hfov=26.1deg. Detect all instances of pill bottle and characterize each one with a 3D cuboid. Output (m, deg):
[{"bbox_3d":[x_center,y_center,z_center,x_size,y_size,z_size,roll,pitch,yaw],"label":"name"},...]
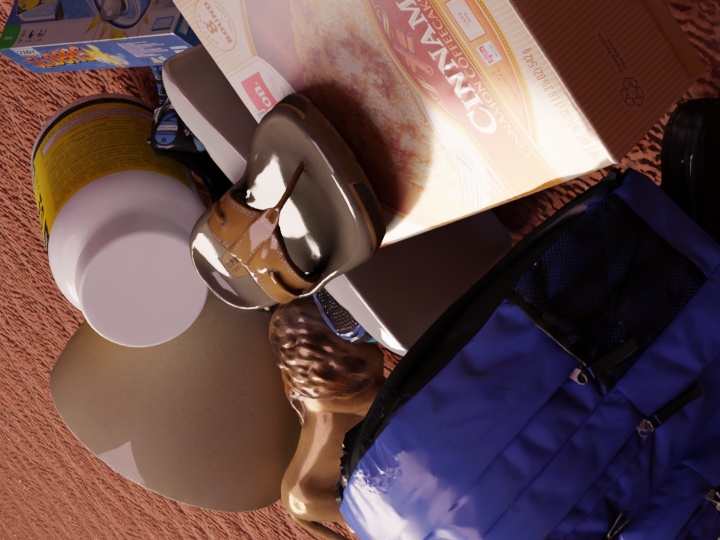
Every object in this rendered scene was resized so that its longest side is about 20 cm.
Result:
[{"bbox_3d":[-0.164,-0.035,1.070,0.200,0.112,0.113,-119,9,-57],"label":"pill bottle"}]

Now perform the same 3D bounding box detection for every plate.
[{"bbox_3d":[-0.011,-0.053,0.869,0.032,0.200,0.200,-41,91,28],"label":"plate"}]

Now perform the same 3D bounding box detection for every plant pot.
[{"bbox_3d":[-0.112,0.062,1.147,0.200,0.200,0.135,36,112,19],"label":"plant pot"}]

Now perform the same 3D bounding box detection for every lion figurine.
[{"bbox_3d":[-0.018,0.119,1.086,0.121,0.202,0.072,10,-171,-8],"label":"lion figurine"}]

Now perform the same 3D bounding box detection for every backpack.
[{"bbox_3d":[0.095,0.079,0.735,0.168,0.200,0.163,44,161,16],"label":"backpack"}]

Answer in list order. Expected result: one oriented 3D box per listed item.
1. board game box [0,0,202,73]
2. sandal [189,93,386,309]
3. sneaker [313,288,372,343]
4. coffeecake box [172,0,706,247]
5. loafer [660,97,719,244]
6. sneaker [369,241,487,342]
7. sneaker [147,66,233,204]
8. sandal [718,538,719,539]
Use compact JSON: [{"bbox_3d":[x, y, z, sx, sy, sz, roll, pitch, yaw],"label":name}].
[{"bbox_3d":[-0.134,-0.189,0.930,0.034,0.137,0.199,29,164,-39],"label":"board game box"},{"bbox_3d":[-0.048,-0.018,0.744,0.082,0.055,0.200,51,151,-5],"label":"sandal"},{"bbox_3d":[-0.039,-0.047,0.948,0.075,0.078,0.201,-33,75,41],"label":"sneaker"},{"bbox_3d":[0.026,-0.104,0.678,0.154,0.073,0.199,54,149,-11],"label":"coffeecake box"},{"bbox_3d":[0.171,-0.005,0.809,0.072,0.073,0.201,24,140,39],"label":"loafer"},{"bbox_3d":[0.000,0.000,1.013,0.199,0.082,0.074,12,136,47],"label":"sneaker"},{"bbox_3d":[-0.105,-0.117,1.008,0.078,0.090,0.201,-12,113,55],"label":"sneaker"},{"bbox_3d":[0.248,0.116,0.842,0.199,0.080,0.058,15,141,29],"label":"sandal"}]
